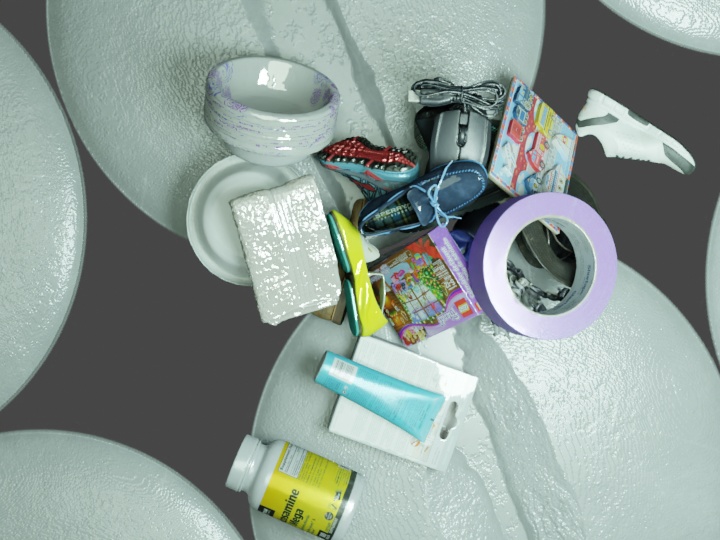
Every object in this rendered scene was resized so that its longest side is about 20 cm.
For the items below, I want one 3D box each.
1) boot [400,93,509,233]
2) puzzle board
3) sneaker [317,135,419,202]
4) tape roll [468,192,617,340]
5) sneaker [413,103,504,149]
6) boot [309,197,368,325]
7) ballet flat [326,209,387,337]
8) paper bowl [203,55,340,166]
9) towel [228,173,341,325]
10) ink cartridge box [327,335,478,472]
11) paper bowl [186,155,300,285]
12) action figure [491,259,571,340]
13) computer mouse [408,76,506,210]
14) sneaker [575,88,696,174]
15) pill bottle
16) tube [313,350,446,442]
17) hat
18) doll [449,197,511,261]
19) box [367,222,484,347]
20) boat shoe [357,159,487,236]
[{"bbox_3d":[0.116,-0.163,1.526,0.198,0.077,0.169,-19,111,21],"label":"boot"},{"bbox_3d":[0.261,-0.174,1.507,0.150,0.017,0.202,36,53,-24],"label":"puzzle board"},{"bbox_3d":[0.009,-0.138,1.533,0.079,0.199,0.097,-31,125,-30],"label":"sneaker"},{"bbox_3d":[0.253,-0.006,1.420,0.197,0.066,0.203,0,91,-14],"label":"tape roll"},{"bbox_3d":[0.173,-0.215,1.573,0.197,0.078,0.092,10,109,4],"label":"sneaker"},{"bbox_3d":[-0.036,-0.022,1.577,0.075,0.074,0.202,18,95,7],"label":"boot"},{"bbox_3d":[0.000,0.000,1.516,0.066,0.067,0.202,-16,106,-13],"label":"ballet flat"},{"bbox_3d":[-0.133,-0.230,1.514,0.198,0.202,0.105,11,125,0],"label":"paper bowl"},{"bbox_3d":[-0.106,-0.027,1.482,0.131,0.034,0.202,-18,110,-10],"label":"towel"},{"bbox_3d":[0.065,0.205,1.596,0.198,0.047,0.162,20,92,-2],"label":"ink cartridge box"},{"bbox_3d":[-0.165,-0.077,1.552,0.198,0.104,0.204,0,93,0],"label":"paper bowl"},{"bbox_3d":[0.232,0.045,1.550,0.119,0.199,0.103,-45,130,-21],"label":"action figure"},{"bbox_3d":[0.133,-0.168,1.447,0.136,0.053,0.202,3,118,2],"label":"computer mouse"},{"bbox_3d":[0.420,-0.197,1.568,0.199,0.074,0.081,32,103,5],"label":"sneaker"},{"bbox_3d":[-0.101,0.331,1.568,0.198,0.112,0.114,23,92,1],"label":"pill bottle"},{"bbox_3d":[0.027,0.186,1.551,0.198,0.050,0.078,26,96,-5],"label":"tube"},{"bbox_3d":[0.291,-0.052,1.546,0.199,0.081,0.203,16,60,-31],"label":"hat"},{"bbox_3d":[0.169,-0.056,1.565,0.136,0.048,0.201,29,79,35],"label":"doll"},{"bbox_3d":[0.095,0.026,1.519,0.039,0.200,0.138,-33,91,-34],"label":"box"},{"bbox_3d":[0.088,-0.087,1.430,0.199,0.069,0.085,-27,106,24],"label":"boat shoe"}]
